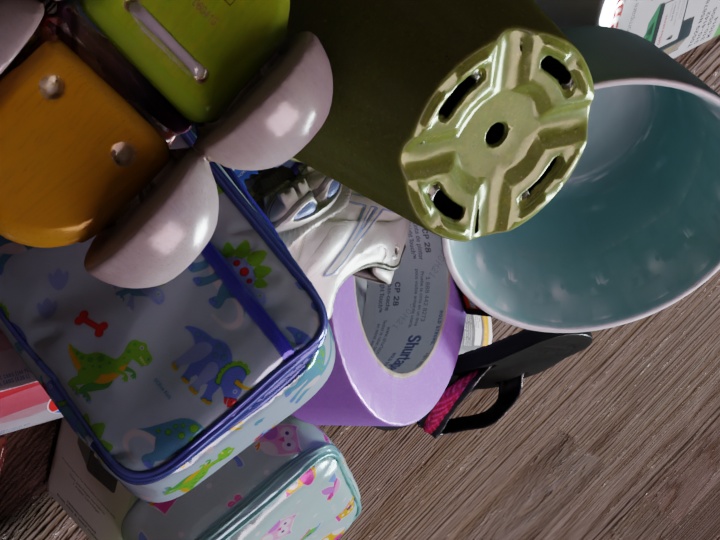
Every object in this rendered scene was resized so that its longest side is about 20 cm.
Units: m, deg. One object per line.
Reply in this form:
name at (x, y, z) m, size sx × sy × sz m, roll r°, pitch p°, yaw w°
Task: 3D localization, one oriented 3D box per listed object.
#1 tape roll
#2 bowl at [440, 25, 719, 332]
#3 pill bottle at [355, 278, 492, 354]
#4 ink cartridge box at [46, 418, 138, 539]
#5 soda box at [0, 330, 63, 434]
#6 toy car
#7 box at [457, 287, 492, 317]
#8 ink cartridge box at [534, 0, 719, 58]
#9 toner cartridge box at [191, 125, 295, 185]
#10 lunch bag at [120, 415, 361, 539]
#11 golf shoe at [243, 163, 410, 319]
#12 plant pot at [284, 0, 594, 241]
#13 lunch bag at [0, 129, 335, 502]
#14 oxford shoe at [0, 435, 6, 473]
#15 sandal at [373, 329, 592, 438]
tape roll at (0.000, 0.000, 1.714) m, size 0.200 × 0.065 × 0.202 m, roll 2°, pitch 88°, yaw -61°
bowl at (0.135, -0.070, 1.605) m, size 0.199 × 0.105 × 0.202 m, roll -8°, pitch 135°, yaw -8°
pill bottle at (0.008, 0.044, 1.907) m, size 0.117 × 0.116 × 0.200 m, roll -51°, pitch 158°, yaw 15°
ink cartridge box at (-0.121, 0.087, 1.782) m, size 0.145 × 0.084 × 0.201 m, roll -32°, pitch 156°, yaw -33°
soda box at (-0.148, 0.036, 1.570) m, size 0.199 × 0.070 × 0.064 m, roll -16°, pitch 156°, yaw -22°
toy car at (-0.124, -0.103, 1.354) m, size 0.200 × 0.175 × 0.150 m, roll -46°, pitch -166°, yaw 1°
box at (0.083, -0.080, 1.747) m, size 0.110 × 0.035 × 0.201 m, roll -55°, pitch 139°, yaw -41°
ink cartridge box at (0.180, -0.205, 1.684) m, size 0.199 × 0.084 × 0.147 m, roll -30°, pitch 147°, yaw -38°
toner cartridge box at (-0.069, -0.087, 1.610) m, size 0.200 × 0.043 × 0.095 m, roll -45°, pitch 161°, yaw -2°
lunch bag at (-0.081, 0.172, 1.787) m, size 0.160 × 0.077 × 0.200 m, roll -42°, pitch 161°, yaw -9°
golf shoe at (0.002, -0.042, 1.595) m, size 0.078 × 0.098 × 0.200 m, roll -6°, pitch -155°, yaw 47°
plant pot at (0.024, -0.111, 1.427) m, size 0.199 × 0.190 × 0.201 m, roll -20°, pitch 130°, yaw -26°
lunch bag at (-0.117, 0.012, 1.478) m, size 0.160 × 0.200 × 0.083 m, roll -36°, pitch 163°, yaw -5°
oxford shoe at (-0.263, 0.124, 1.629) m, size 0.200 × 0.074 × 0.071 m, roll 106°, pitch 0°, yaw -78°
sandal at (0.077, 0.083, 1.802) m, size 0.075 × 0.045 × 0.199 m, roll 2°, pitch 160°, yaw -45°
